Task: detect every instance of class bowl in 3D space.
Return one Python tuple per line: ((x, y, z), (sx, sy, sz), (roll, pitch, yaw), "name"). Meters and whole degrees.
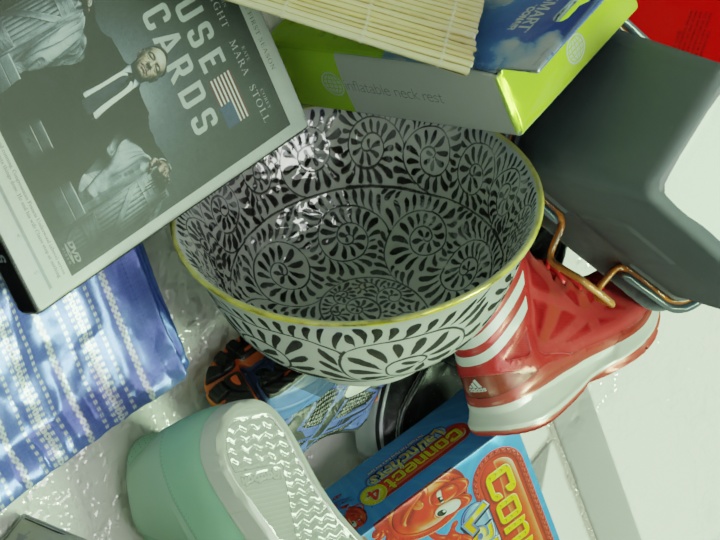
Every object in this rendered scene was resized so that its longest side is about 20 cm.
((0.000, 0.000, 0.881), (0.200, 0.200, 0.095), (-36, 138, -35), "bowl")

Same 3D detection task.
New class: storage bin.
((0.182, -0.043, 0.911), (0.199, 0.134, 0.146), (36, 86, -30), "storage bin")

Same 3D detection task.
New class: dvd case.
((-0.125, -0.094, 0.820), (0.200, 0.025, 0.151), (-38, 114, -34), "dvd case")

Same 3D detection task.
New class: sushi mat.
((-0.031, -0.161, 0.817), (0.198, 0.012, 0.096), (16, 54, -6), "sushi mat")

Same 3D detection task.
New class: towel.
((-0.178, 0.045, 0.809), (0.200, 0.024, 0.146), (-37, 122, -35), "towel")

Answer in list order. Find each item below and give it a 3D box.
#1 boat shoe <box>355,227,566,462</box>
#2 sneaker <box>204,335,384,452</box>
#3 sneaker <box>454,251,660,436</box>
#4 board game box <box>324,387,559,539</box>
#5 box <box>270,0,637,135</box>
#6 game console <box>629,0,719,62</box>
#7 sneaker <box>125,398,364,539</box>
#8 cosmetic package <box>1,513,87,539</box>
((0.069, 0.046, 1.036), (0.201, 0.067, 0.072), (-54, 131, -25), "boat shoe")
((-0.010, 0.050, 0.964), (0.199, 0.075, 0.079), (-31, 131, -31), "sneaker")
((0.117, 0.008, 0.980), (0.200, 0.078, 0.117), (-38, 115, -53), "sneaker")
((0.035, 0.210, 1.005), (0.195, 0.056, 0.201), (-34, 123, -17), "board game box")
((0.055, -0.135, 0.888), (0.122, 0.199, 0.048), (-47, 130, -28), "box")
((0.204, -0.136, 1.036), (0.170, 0.119, 0.202), (4, 122, -18), "game console")
((-0.054, 0.165, 0.885), (0.074, 0.118, 0.202), (-34, 103, -40), "sneaker")
((-0.119, 0.227, 0.851), (0.073, 0.103, 0.201), (-51, 129, -25), "cosmetic package")
